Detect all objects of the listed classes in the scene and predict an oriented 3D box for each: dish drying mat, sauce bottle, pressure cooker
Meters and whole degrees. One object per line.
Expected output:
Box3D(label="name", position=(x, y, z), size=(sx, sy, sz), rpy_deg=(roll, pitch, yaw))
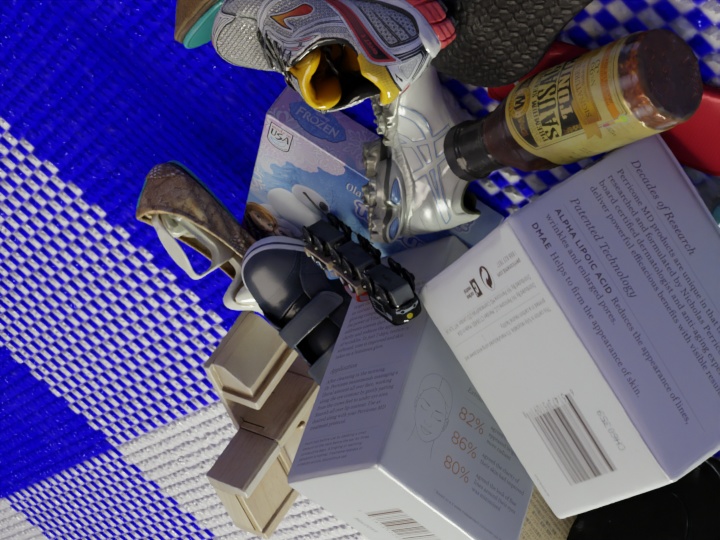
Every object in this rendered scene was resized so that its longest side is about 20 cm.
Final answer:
Box3D(label="dish drying mat", position=(0.168, -0.112, 1.217), size=(0.198, 0.018, 0.077), rpy_deg=(22, 148, 26))
Box3D(label="sauce bottle", position=(0.130, -0.099, 1.190), size=(0.066, 0.066, 0.199), rpy_deg=(46, 143, -18))
Box3D(label="pressure cooker", position=(0.275, 0.256, 1.445), size=(0.200, 0.177, 0.178), rpy_deg=(41, 159, -30))

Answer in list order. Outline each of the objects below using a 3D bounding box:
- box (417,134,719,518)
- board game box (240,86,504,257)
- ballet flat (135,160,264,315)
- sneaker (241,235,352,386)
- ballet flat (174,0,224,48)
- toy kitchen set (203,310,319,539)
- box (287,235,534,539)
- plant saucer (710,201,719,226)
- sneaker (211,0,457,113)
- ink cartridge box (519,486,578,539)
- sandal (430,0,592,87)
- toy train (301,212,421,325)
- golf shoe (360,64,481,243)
Box3D(label="box", position=(0.166, 0.042, 1.251), size=(0.201, 0.130, 0.199), rpy_deg=(58, 159, 4))
Box3D(label="board game box", position=(0.003, -0.036, 1.491), size=(0.199, 0.044, 0.200), rpy_deg=(33, 151, 7))
Box3D(label="ballet flat", position=(-0.110, -0.007, 1.552), size=(0.199, 0.066, 0.070), rpy_deg=(39, 156, -7))
Box3D(label="sneaker", position=(-0.015, 0.053, 1.497), size=(0.199, 0.080, 0.079), rpy_deg=(36, 119, -11))
Box3D(label="ballet flat", position=(-0.091, -0.225, 1.301), size=(0.073, 0.068, 0.200), rpy_deg=(60, 150, -1))
Box3D(label="toy kitchen set", position=(-0.018, 0.122, 1.584), size=(0.179, 0.201, 0.164), rpy_deg=(16, 147, 34))
Box3D(label="box", position=(0.057, 0.105, 1.397), size=(0.152, 0.202, 0.106), rpy_deg=(39, 146, -28))
Box3D(label="plant saucer", position=(0.298, 0.035, 1.207), size=(0.200, 0.027, 0.202), rpy_deg=(36, 137, 42))
Box3D(label="sneaker", position=(-0.034, -0.151, 1.211), size=(0.199, 0.083, 0.078), rpy_deg=(7, 145, 46))
Box3D(label="ink cartridge box", position=(0.173, 0.196, 1.518), size=(0.075, 0.165, 0.201), rpy_deg=(2, 136, 51))
Box3D(label="sandal", position=(0.108, -0.177, 1.167), size=(0.075, 0.045, 0.200), rpy_deg=(39, 143, -14))
Box3D(label="toy train", position=(0.000, 0.000, 1.392), size=(0.046, 0.034, 0.200), rpy_deg=(67, 168, -23))
Box3D(label="golf shoe", position=(0.052, -0.109, 1.321), size=(0.096, 0.079, 0.201), rpy_deg=(-3, 136, -5))
